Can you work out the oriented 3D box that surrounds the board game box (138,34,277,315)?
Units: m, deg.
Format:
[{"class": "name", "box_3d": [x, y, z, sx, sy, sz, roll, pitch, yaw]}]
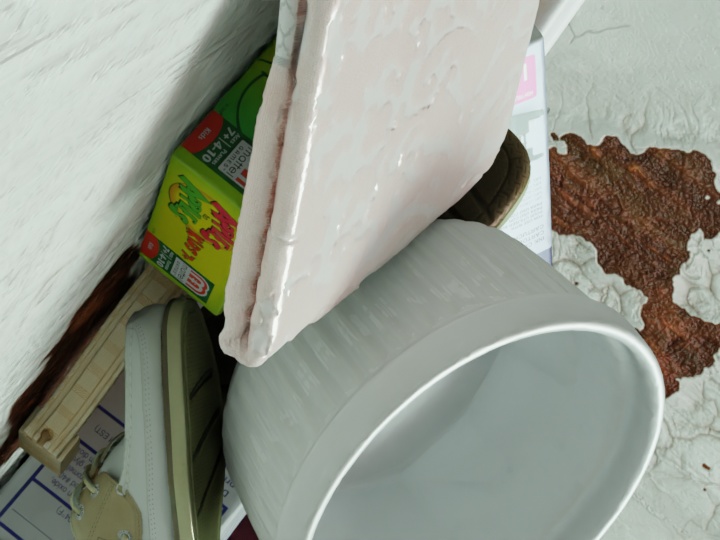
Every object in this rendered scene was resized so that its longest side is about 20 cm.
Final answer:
[{"class": "board game box", "box_3d": [-0.013, -0.083, 0.857, 0.200, 0.047, 0.102, -51, 176, -27]}]

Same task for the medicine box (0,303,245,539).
[{"class": "medicine box", "box_3d": [-0.122, 0.125, 1.071, 0.200, 0.103, 0.182, -50, 176, -31]}]

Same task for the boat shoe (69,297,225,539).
[{"class": "boat shoe", "box_3d": [-0.099, 0.110, 0.889, 0.075, 0.068, 0.202, -59, 150, -69]}]

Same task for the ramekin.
[{"class": "ramekin", "box_3d": [0.031, 0.071, 0.893, 0.199, 0.105, 0.201, -22, 138, -22]}]

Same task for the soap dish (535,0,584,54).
[{"class": "soap dish", "box_3d": [0.058, -0.129, 1.088, 0.201, 0.081, 0.157, -53, 177, 16]}]

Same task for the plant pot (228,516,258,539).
[{"class": "plant pot", "box_3d": [-0.126, 0.246, 1.333, 0.179, 0.200, 0.200, -47, -179, 42]}]

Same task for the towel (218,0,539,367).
[{"class": "towel", "box_3d": [0.017, -0.081, 0.776, 0.200, 0.032, 0.192, -38, 148, -48]}]

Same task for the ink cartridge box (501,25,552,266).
[{"class": "ink cartridge box", "box_3d": [0.041, -0.034, 1.020, 0.118, 0.042, 0.201, -20, 137, -13]}]

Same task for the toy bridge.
[{"class": "toy bridge", "box_3d": [-0.089, 0.007, 0.926, 0.200, 0.027, 0.067, -51, 175, -19]}]

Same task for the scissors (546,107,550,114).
[{"class": "scissors", "box_3d": [0.035, -0.028, 1.165, 0.200, 0.014, 0.073, -50, -163, -1]}]

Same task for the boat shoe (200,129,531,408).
[{"class": "boat shoe", "box_3d": [0.000, 0.000, 0.962, 0.199, 0.072, 0.076, -34, 158, 3]}]
